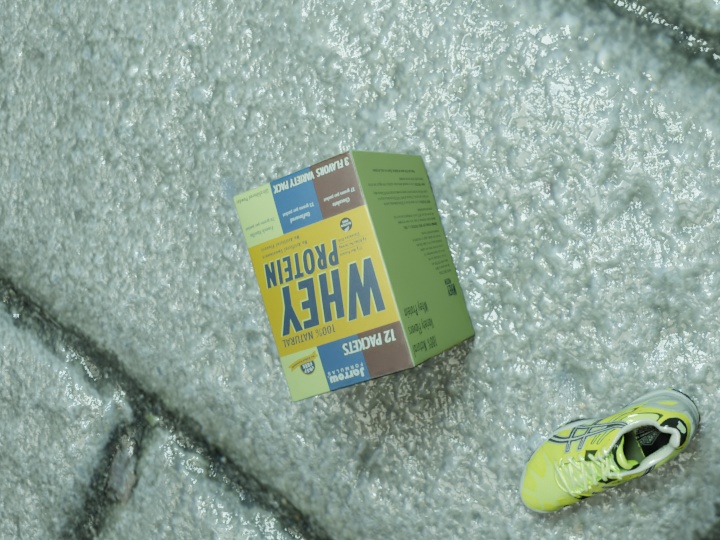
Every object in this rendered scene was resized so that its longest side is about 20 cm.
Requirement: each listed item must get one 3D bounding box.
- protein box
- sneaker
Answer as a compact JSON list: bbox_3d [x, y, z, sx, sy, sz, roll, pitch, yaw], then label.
[{"bbox_3d":[0.000,0.000,0.973,0.133,0.198,0.204,-18,88,23],"label":"protein box"},{"bbox_3d":[0.235,0.179,0.953,0.199,0.076,0.076,-37,82,23],"label":"sneaker"}]
